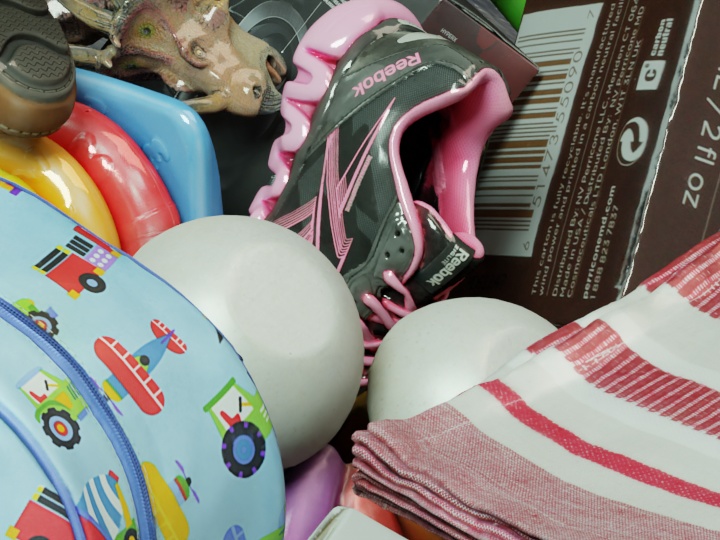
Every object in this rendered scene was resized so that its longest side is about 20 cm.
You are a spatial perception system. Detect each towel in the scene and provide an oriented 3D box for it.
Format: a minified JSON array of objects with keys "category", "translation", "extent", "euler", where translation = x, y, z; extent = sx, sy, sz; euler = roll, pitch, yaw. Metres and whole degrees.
[{"category":"towel","translation":[0.114,0.037,0.787],"extent":[0.200,0.023,0.144],"euler":[-27,31,-32]}]

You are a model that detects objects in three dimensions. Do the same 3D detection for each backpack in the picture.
[{"category":"backpack","translation":[-0.121,0.082,0.659],"extent":[0.182,0.200,0.134],"euler":[33,21,14]}]

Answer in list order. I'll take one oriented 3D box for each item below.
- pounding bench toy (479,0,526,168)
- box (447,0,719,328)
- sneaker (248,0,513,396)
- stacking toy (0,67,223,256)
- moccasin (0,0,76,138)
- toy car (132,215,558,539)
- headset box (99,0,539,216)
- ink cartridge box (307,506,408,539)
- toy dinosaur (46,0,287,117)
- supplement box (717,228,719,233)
[{"category":"pounding bench toy","translation":[0.070,-0.053,1.223],"extent":[0.156,0.200,0.124],"euler":[18,22,-21]},{"category":"box","translation":[0.168,-0.028,1.105],"extent":[0.199,0.167,0.164],"euler":[18,-6,-22]},{"category":"sneaker","translation":[0.000,0.000,1.001],"extent":[0.095,0.201,0.079],"euler":[21,4,42]},{"category":"stacking toy","translation":[-0.149,0.007,0.978],"extent":[0.109,0.116,0.200],"euler":[16,29,32]},{"category":"moccasin","translation":[-0.186,-0.094,1.008],"extent":[0.201,0.078,0.074],"euler":[27,20,27]},{"category":"toy car","translation":[-0.028,0.086,0.871],"extent":[0.199,0.175,0.150],"euler":[19,58,-22]},{"category":"headset box","translation":[-0.032,-0.073,1.130],"extent":[0.077,0.200,0.149],"euler":[32,10,-47]},{"category":"ink cartridge box","translation":[0.007,0.176,0.588],"extent":[0.145,0.200,0.083],"euler":[29,20,5]},{"category":"toy dinosaur","translation":[-0.128,-0.113,1.085],"extent":[0.199,0.086,0.136],"euler":[-6,42,19]},{"category":"supplement box","translation":[0.175,0.080,0.868],"extent":[0.130,0.104,0.200],"euler":[15,24,-10]}]
